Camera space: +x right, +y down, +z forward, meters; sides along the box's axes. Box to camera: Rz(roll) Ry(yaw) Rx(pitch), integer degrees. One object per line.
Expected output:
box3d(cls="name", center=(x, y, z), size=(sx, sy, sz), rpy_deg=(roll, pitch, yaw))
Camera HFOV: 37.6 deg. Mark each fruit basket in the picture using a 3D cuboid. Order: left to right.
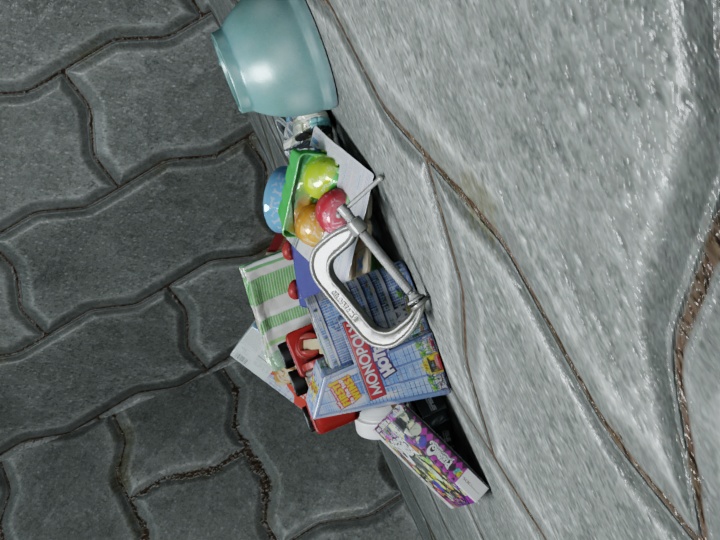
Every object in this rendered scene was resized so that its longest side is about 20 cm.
box3d(cls="fruit basket", center=(-0.042, -0.090, 1.532), size=(0.200, 0.093, 0.187), rpy_deg=(39, 122, 47))

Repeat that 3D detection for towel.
box3d(cls="towel", center=(-0.114, 0.058, 1.820), size=(0.023, 0.152, 0.201), rpy_deg=(31, 140, 62))

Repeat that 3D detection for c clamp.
box3d(cls="c clamp", center=(0.017, 0.002, 1.386), size=(0.201, 0.170, 0.027), rpy_deg=(55, -151, -4))

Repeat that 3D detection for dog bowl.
box3d(cls="dog bowl", center=(-0.088, -0.109, 1.793), size=(0.200, 0.049, 0.112), rpy_deg=(17, -97, -59))

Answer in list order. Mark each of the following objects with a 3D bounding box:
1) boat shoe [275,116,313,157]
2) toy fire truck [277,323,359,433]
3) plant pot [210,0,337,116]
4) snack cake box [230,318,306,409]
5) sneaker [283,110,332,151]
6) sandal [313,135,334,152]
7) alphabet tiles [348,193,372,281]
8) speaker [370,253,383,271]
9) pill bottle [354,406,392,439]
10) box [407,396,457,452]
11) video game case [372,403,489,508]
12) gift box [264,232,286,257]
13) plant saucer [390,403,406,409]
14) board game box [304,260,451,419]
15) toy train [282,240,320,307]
box3d(cls="boat shoe", center=(-0.096, -0.210, 1.824), size=(0.201, 0.071, 0.070), rpy_deg=(-120, 10, -45))
box3d(cls="toy fire truck", center=(-0.049, 0.166, 1.726), size=(0.200, 0.128, 0.177), rpy_deg=(118, 131, -80))
box3d(cls="plant pot", center=(-0.130, -0.300, 1.495), size=(0.200, 0.133, 0.202), rpy_deg=(157, 90, -85))
box3d(cls="snack cake box", center=(-0.125, 0.167, 1.929), size=(0.200, 0.067, 0.115), rpy_deg=(38, 136, -4))
box3d(cls="sneaker", center=(-0.084, -0.244, 1.676), size=(0.200, 0.077, 0.087), rpy_deg=(157, 103, -78))
box3d(cls="sandal", center=(-0.053, -0.122, 1.686), size=(0.080, 0.087, 0.201), rpy_deg=(58, 173, 46))
box3d(cls="alphabet tiles", center=(-0.023, -0.035, 1.573), size=(0.195, 0.014, 0.202), rpy_deg=(150, 123, -68))
box3d(cls="speaker", center=(0.015, 0.020, 1.599), size=(0.200, 0.088, 0.089), rpy_deg=(-122, 11, -61))
box3d(cls="pill bottle", center=(0.024, 0.188, 1.862), size=(0.110, 0.109, 0.202), rpy_deg=(-126, 26, -67))
box3d(cls="box", center=(0.106, 0.232, 1.747), size=(0.201, 0.043, 0.161), rpy_deg=(74, 172, -45))
box3d(cls="video game case", center=(0.103, 0.287, 1.622), size=(0.181, 0.036, 0.200), rpy_deg=(44, 165, 6))
box3d(cls="gift box", center=(-0.077, 0.052, 1.974), size=(0.185, 0.198, 0.188), rpy_deg=(-64, -29, -43))
box3d(cls="plant saucer", center=(0.033, 0.132, 1.672), size=(0.200, 0.032, 0.201), rpy_deg=(157, 90, -85))
box3d(cls="board game box", center=(0.003, 0.116, 1.488), size=(0.062, 0.199, 0.201), rpy_deg=(-123, 11, -65))
box3d(cls="toy train", center=(-0.066, -0.048, 1.743), size=(0.116, 0.084, 0.202), rpy_deg=(-36, -54, -51))
